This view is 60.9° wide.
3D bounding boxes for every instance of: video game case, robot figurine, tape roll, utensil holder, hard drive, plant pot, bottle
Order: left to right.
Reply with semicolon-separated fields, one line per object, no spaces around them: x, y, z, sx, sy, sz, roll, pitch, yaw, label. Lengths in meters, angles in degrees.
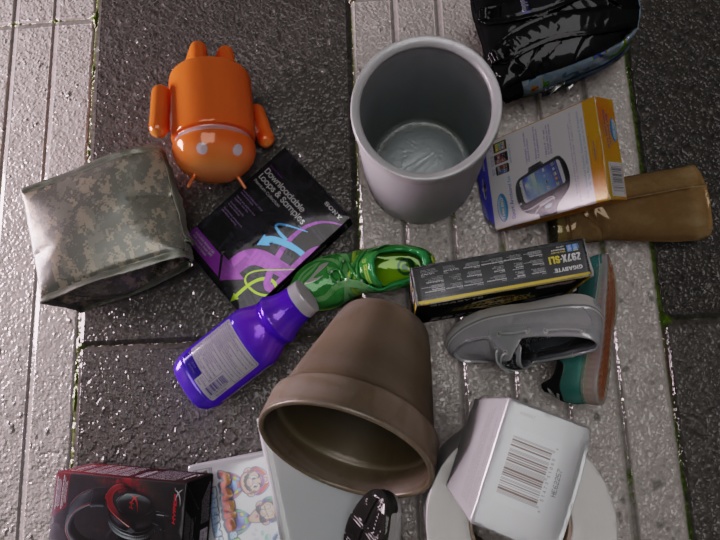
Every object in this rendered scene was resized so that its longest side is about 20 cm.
-0.200;-0.207;0.837;0.115;0.144;0.203;-12;76;23;robot figurine
-0.142;0.091;0.778;0.199;0.065;0.084;-38;82;10;bottle
-0.117;0.332;0.769;0.180;0.024;0.203;-11;78;2;video game case
-0.043;0.267;0.753;0.130;0.026;0.203;-10;78;-21;hard drive
0.006;0.134;0.704;0.198;0.201;0.175;16;51;7;plant pot
0.079;-0.160;0.765;0.167;0.200;0.172;-1;78;4;utensil holder
0.171;0.277;0.701;0.200;0.139;0.206;-1;79;3;tape roll

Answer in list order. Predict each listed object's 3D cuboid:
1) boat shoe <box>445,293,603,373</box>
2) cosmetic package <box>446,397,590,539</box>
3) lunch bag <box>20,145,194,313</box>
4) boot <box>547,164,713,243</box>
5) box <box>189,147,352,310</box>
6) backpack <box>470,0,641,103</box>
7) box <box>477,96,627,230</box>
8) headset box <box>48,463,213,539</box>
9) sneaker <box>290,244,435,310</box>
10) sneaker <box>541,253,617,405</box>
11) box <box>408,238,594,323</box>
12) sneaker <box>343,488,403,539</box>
0.191;0.088;0.736;0.198;0.072;0.069;-13;40;27;boat shoe
0.133;0.174;0.552;0.073;0.200;0.103;20;81;8;cosmetic package
-0.323;-0.056;0.815;0.198;0.118;0.166;-19;77;5;lunch bag
0.344;-0.117;0.810;0.197;0.066;0.178;-7;87;2;boot
-0.129;-0.053;0.842;0.200;0.036;0.143;-43;79;-6;box
0.269;-0.323;0.824;0.198;0.153;0.165;-21;74;22;backpack
0.229;-0.124;0.770;0.041;0.199;0.121;-3;84;-32;box
-0.290;0.321;0.746;0.197;0.075;0.151;1;81;13;headset box
0.000;0.000;0.797;0.197;0.084;0.075;-14;78;2;sneaker
0.273;0.067;0.770;0.079;0.071;0.202;-1;59;35;sneaker
0.158;0.018;0.744;0.197;0.160;0.050;-10;79;1;box
0.042;0.340;0.713;0.114;0.076;0.203;2;105;-30;sneaker
